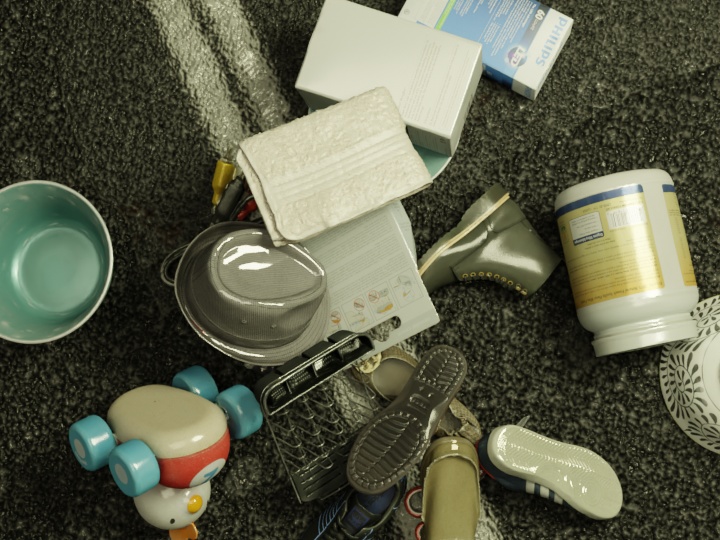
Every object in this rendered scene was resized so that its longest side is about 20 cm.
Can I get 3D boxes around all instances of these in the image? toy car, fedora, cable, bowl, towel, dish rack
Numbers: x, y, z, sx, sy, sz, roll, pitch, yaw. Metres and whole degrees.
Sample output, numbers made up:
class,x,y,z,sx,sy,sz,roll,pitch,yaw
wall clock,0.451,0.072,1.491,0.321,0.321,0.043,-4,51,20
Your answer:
class,x,y,z,sx,sy,sz,roll,pitch,yaw
toy car,-0.221,0.250,1.323,0.176,0.184,0.202,16,122,45
fedora,-0.109,0.014,1.261,0.198,0.090,0.178,16,64,-20
cable,-0.178,-0.057,1.417,0.097,0.050,0.201,31,100,-9
bowl,-0.394,-0.005,1.387,0.199,0.105,0.203,-1,83,6
towel,-0.032,-0.119,1.242,0.199,0.034,0.133,-24,84,-10
dish rack,-0.037,0.179,1.298,0.153,0.054,0.201,-29,119,-22
bowl,0.463,0.123,1.299,0.199,0.094,0.203,0,84,5

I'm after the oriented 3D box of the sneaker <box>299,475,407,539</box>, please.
class,x,y,z,sx,sy,sz,roll,pitch,yaw
sneaker,-0.020,0.312,1.330,0.070,0.078,0.200,40,88,8

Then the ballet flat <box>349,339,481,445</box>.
class,x,y,z,sx,sy,sz,roll,pitch,yaw
ballet flat,0.066,0.153,1.356,0.200,0.046,0.068,39,87,8

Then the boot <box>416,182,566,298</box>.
class,x,y,z,sx,sy,sz,roll,pitch,yaw
boot,0.147,0.009,1.354,0.138,0.077,0.200,45,90,4

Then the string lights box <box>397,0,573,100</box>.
class,x,y,z,sx,sy,sz,roll,pitch,yaw
string lights box,0.157,-0.311,1.393,0.199,0.059,0.103,29,87,8

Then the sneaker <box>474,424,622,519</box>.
class,x,y,z,sx,sy,sz,roll,pitch,yaw
sneaker,0.222,0.244,1.323,0.199,0.084,0.075,30,61,-16

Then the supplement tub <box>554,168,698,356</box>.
class,x,y,z,sx,sy,sz,roll,pitch,yaw
supplement tub,0.318,-0.007,1.301,0.143,0.144,0.202,-11,82,4

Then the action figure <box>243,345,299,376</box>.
class,x,y,z,sx,sy,sz,roll,pitch,yaw
action figure,-0.133,0.060,1.353,0.101,0.119,0.202,-6,74,-25

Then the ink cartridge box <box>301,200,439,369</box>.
class,x,y,z,sx,sy,sz,roll,pitch,yaw
ink cartridge box,0.000,0.000,1.350,0.162,0.057,0.201,-29,86,27

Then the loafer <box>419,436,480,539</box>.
class,x,y,z,sx,sy,sz,roll,pitch,yaw
loafer,0.108,0.287,1.285,0.075,0.068,0.202,-4,117,-6

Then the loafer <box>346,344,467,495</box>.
class,x,y,z,sx,sy,sz,roll,pitch,yaw
loafer,0.061,0.183,1.292,0.073,0.071,0.200,37,76,18

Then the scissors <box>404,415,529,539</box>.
class,x,y,z,sx,sy,sz,roll,pitch,yaw
scissors,0.143,0.262,1.355,0.199,0.014,0.073,-33,80,0

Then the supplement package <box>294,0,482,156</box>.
class,x,y,z,sx,sy,sz,roll,pitch,yaw
supplement package,0.038,-0.236,1.340,0.198,0.120,0.122,20,88,7

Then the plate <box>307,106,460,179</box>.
class,x,y,z,sx,sy,sz,roll,pitch,yaw
plate,0.031,-0.191,1.409,0.198,0.026,0.202,-1,83,5
